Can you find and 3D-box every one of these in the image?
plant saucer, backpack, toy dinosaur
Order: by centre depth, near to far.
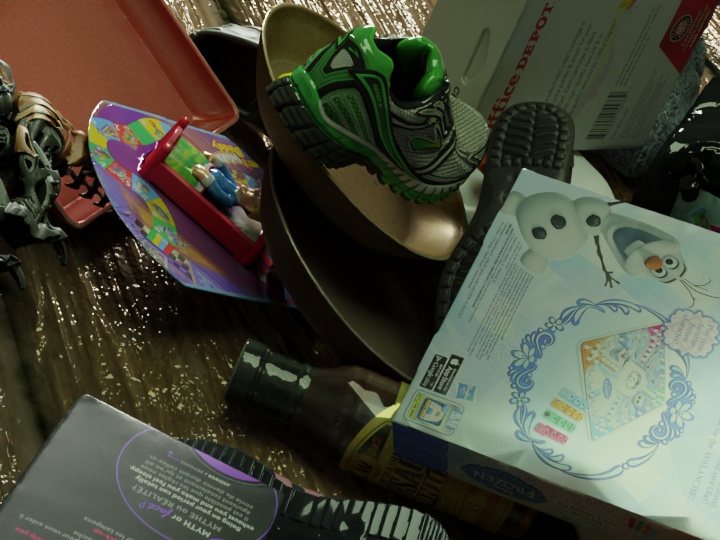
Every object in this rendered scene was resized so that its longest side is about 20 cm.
[{"bbox_3d":[-0.215,-0.070,1.075,0.199,0.102,0.137,12,60,-17],"label":"toy dinosaur"},{"bbox_3d":[0.000,0.000,1.141,0.200,0.034,0.201,42,27,-27],"label":"plant saucer"},{"bbox_3d":[-0.007,-0.083,1.154,0.200,0.035,0.201,42,27,-27],"label":"plant saucer"},{"bbox_3d":[-0.200,-0.143,1.205,0.201,0.037,0.200,55,41,-6],"label":"plant saucer"},{"bbox_3d":[0.320,-0.043,1.359,0.199,0.127,0.167,33,52,8],"label":"backpack"}]

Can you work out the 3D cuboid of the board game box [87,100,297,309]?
[{"bbox_3d":[-0.087,-0.053,1.150,0.199,0.039,0.159,14,40,-51],"label":"board game box"}]

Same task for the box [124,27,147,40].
[{"bbox_3d":[-0.269,-0.212,1.309,0.199,0.051,0.158,3,40,-27],"label":"box"}]

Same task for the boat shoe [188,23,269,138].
[{"bbox_3d":[-0.049,-0.114,1.277,0.200,0.072,0.067,39,15,28],"label":"boat shoe"}]

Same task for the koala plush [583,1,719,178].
[{"bbox_3d":[0.234,-0.200,1.449,0.176,0.201,0.184,-1,42,-31],"label":"koala plush"}]

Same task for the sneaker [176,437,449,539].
[{"bbox_3d":[-0.039,0.153,0.967,0.199,0.082,0.070,18,63,23],"label":"sneaker"}]

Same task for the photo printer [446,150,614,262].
[{"bbox_3d":[0.084,-0.073,1.313,0.166,0.070,0.200,-9,46,-38],"label":"photo printer"}]

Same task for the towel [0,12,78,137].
[{"bbox_3d":[-0.264,-0.157,1.192,0.201,0.023,0.144,56,40,-6],"label":"towel"}]

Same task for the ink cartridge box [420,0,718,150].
[{"bbox_3d":[0.145,-0.167,1.282,0.199,0.146,0.083,-5,42,-39],"label":"ink cartridge box"}]

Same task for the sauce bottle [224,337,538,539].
[{"bbox_3d":[0.016,0.098,1.061,0.199,0.066,0.066,21,35,1],"label":"sauce bottle"}]

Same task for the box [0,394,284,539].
[{"bbox_3d":[-0.132,0.174,0.837,0.122,0.106,0.200,26,35,3],"label":"box"}]

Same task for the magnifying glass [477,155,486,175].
[{"bbox_3d":[0.156,-0.012,1.240,0.200,0.022,0.080,44,56,-13],"label":"magnifying glass"}]

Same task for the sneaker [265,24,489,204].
[{"bbox_3d":[0.032,-0.097,1.096,0.200,0.085,0.078,9,51,-59],"label":"sneaker"}]

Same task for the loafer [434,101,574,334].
[{"bbox_3d":[0.104,-0.011,1.147,0.073,0.071,0.201,11,64,19],"label":"loafer"}]

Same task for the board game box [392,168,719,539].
[{"bbox_3d":[0.148,0.053,1.026,0.198,0.044,0.201,19,57,17],"label":"board game box"}]

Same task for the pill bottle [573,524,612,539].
[{"bbox_3d":[0.165,0.079,1.124,0.111,0.112,0.201,9,38,-20],"label":"pill bottle"}]
